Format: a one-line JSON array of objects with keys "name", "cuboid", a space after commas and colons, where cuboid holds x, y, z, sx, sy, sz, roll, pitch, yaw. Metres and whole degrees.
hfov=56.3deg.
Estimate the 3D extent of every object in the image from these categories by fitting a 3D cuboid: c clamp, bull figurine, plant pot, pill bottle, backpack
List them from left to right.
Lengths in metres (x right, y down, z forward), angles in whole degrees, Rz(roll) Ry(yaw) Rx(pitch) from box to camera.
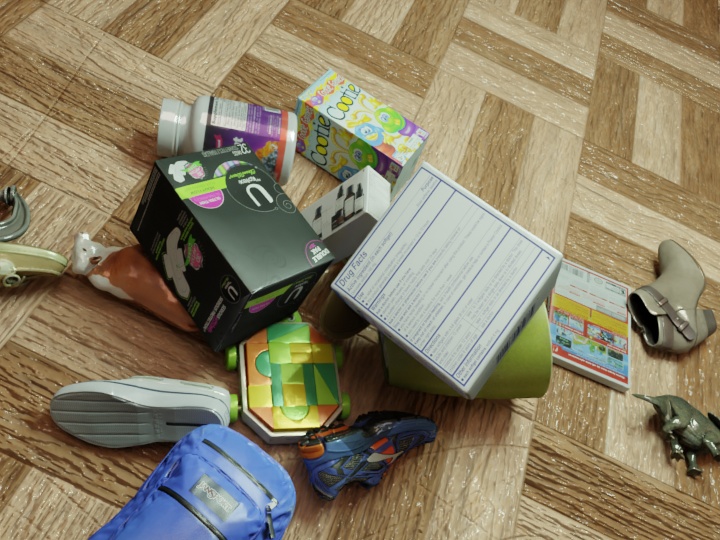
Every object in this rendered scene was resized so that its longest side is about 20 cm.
[{"name": "c clamp", "cuboid": [-0.514, -0.091, 0.843, 0.196, 0.027, 0.172, 9, 32, -17]}, {"name": "bull figurine", "cuboid": [-0.269, 0.005, 0.864, 0.198, 0.065, 0.122, 33, 44, 0]}, {"name": "backpack", "cuboid": [-0.154, 0.259, 0.659, 0.162, 0.168, 0.200, 40, 48, 4]}, {"name": "pill bottle", "cuboid": [-0.199, -0.197, 1.008, 0.196, 0.112, 0.113, 8, 52, -13]}, {"name": "plant pot", "cuboid": [0.125, 0.089, 0.890, 0.196, 0.189, 0.190, -8, 56, -4]}]

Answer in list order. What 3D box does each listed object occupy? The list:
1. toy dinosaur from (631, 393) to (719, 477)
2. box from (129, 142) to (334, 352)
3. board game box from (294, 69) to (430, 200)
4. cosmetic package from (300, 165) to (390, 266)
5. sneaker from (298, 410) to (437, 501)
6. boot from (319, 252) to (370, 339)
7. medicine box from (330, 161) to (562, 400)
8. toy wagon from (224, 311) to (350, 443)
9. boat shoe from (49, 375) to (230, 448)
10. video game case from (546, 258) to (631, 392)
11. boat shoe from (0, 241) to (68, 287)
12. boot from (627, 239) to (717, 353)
[{"name": "toy dinosaur", "cuboid": [0.471, 0.226, 0.976, 0.197, 0.078, 0.103, 23, 39, 5]}, {"name": "box", "cuboid": [-0.159, -0.034, 0.830, 0.147, 0.125, 0.201, -24, 71, -46]}, {"name": "board game box", "cuboid": [-0.006, -0.214, 1.094, 0.198, 0.106, 0.103, 34, 51, 7]}, {"name": "cosmetic package", "cuboid": [-0.048, -0.052, 0.902, 0.050, 0.198, 0.084, 35, 41, -33]}, {"name": "sneaker", "cuboid": [0.013, 0.219, 0.814, 0.197, 0.075, 0.080, -6, 92, -34]}, {"name": "boot", "cuboid": [0.000, 0.000, 0.930, 0.072, 0.154, 0.202, 37, 82, -16]}, {"name": "medicine box", "cuboid": [0.099, 0.013, 0.780, 0.199, 0.103, 0.183, 36, 85, 19]}, {"name": "toy wagon", "cuboid": [-0.095, 0.119, 0.860, 0.152, 0.040, 0.203, 3, 55, -18]}, {"name": "boat shoe", "cuboid": [-0.245, 0.158, 0.769, 0.196, 0.075, 0.067, 9, 19, -4]}, {"name": "video game case", "cuboid": [0.362, 0.079, 1.066, 0.141, 0.018, 0.202, 22, 51, -3]}, {"name": "boat shoe", "cuboid": [-0.456, 0.001, 0.803, 0.197, 0.073, 0.065, 2, 81, -20]}, {"name": "boot", "cuboid": [0.501, 0.039, 1.110, 0.143, 0.071, 0.203, -3, 59, -23]}]
